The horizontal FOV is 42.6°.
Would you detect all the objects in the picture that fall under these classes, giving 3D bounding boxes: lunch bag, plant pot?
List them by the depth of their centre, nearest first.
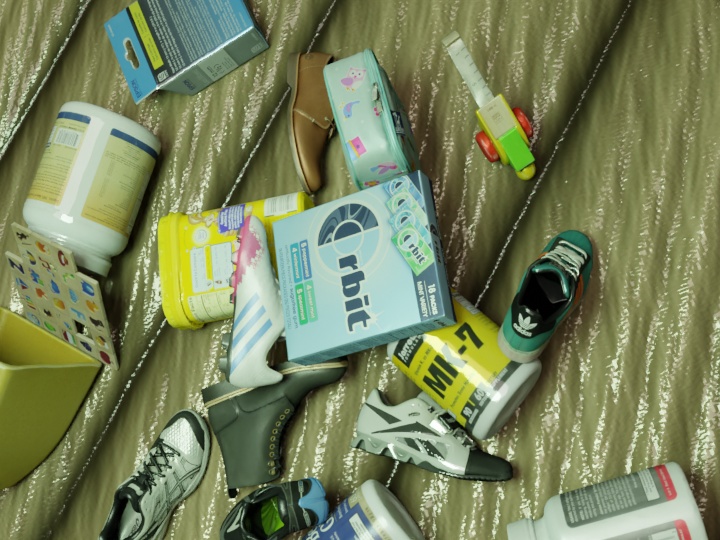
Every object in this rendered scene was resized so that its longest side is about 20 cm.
[{"bbox_3d":[0.021,-0.166,1.112,0.075,0.200,0.164,-15,71,9],"label":"lunch bag"},{"bbox_3d":[-0.493,0.174,1.194,0.191,0.195,0.204,24,95,19],"label":"plant pot"}]

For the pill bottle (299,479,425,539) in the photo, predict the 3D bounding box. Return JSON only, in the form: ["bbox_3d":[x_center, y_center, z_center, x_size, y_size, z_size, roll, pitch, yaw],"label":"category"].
[{"bbox_3d":[-0.027,0.345,1.054,0.199,0.111,0.111,-42,70,2],"label":"pill bottle"}]

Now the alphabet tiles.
[{"bbox_3d":[-0.394,0.031,1.203,0.165,0.203,0.008,24,48,20],"label":"alphabet tiles"}]

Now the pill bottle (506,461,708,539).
[{"bbox_3d":[0.262,0.285,0.986,0.196,0.111,0.113,-19,73,11],"label":"pill bottle"}]

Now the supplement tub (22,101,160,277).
[{"bbox_3d":[-0.364,-0.106,1.238,0.142,0.144,0.204,16,82,18],"label":"supplement tub"}]

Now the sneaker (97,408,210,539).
[{"bbox_3d":[-0.256,0.268,1.150,0.074,0.088,0.203,22,82,21],"label":"sneaker"}]

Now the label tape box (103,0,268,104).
[{"bbox_3d":[-0.246,-0.332,1.301,0.198,0.066,0.145,-30,71,10],"label":"label tape box"}]

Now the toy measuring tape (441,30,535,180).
[{"bbox_3d":[0.156,-0.199,1.132,0.073,0.074,0.202,-32,100,6],"label":"toy measuring tape"}]

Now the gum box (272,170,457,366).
[{"bbox_3d":[0.000,0.000,1.055,0.196,0.044,0.174,-16,70,22],"label":"gum box"}]

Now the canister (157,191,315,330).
[{"bbox_3d":[-0.152,-0.013,1.188,0.195,0.087,0.152,-10,75,12],"label":"canister"}]

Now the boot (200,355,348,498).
[{"bbox_3d":[-0.093,0.189,1.138,0.197,0.077,0.141,-20,78,22],"label":"boot"}]

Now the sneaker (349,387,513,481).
[{"bbox_3d":[0.087,0.189,1.077,0.196,0.074,0.090,14,83,18],"label":"sneaker"}]

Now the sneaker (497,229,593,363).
[{"bbox_3d":[0.221,0.013,1.037,0.070,0.081,0.201,29,52,11],"label":"sneaker"}]

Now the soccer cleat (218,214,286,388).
[{"bbox_3d":[-0.117,0.038,1.100,0.084,0.070,0.205,6,82,-6],"label":"soccer cleat"}]

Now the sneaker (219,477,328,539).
[{"bbox_3d":[-0.116,0.286,1.078,0.199,0.081,0.072,-35,64,47],"label":"sneaker"}]

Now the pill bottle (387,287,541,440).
[{"bbox_3d":[0.103,0.090,1.076,0.199,0.114,0.115,39,90,21],"label":"pill bottle"}]

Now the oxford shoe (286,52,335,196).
[{"bbox_3d":[-0.057,-0.198,1.213,0.070,0.071,0.205,-4,75,9],"label":"oxford shoe"}]
